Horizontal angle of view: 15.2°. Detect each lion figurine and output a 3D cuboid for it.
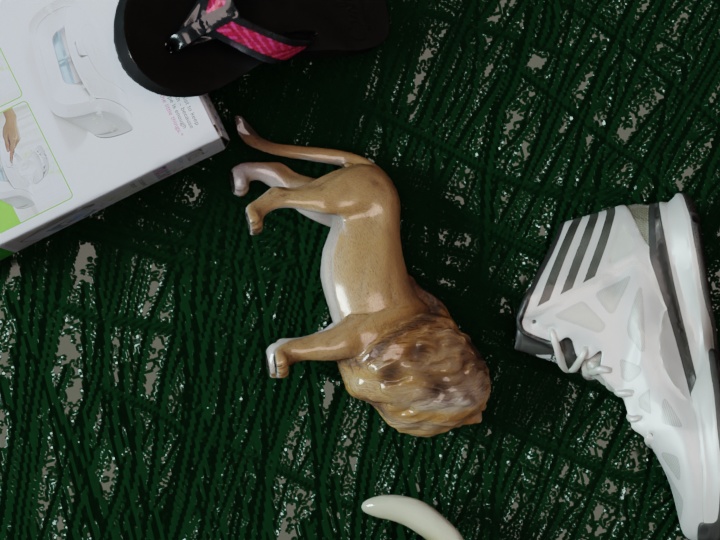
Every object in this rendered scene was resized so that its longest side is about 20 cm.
[{"bbox_3d":[0.000,0.000,1.535,0.122,0.072,0.200,-10,85,-9],"label":"lion figurine"}]

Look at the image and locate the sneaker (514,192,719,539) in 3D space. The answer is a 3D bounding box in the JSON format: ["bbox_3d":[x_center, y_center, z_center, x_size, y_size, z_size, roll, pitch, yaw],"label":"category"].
[{"bbox_3d":[0.150,0.062,1.543,0.115,0.076,0.201,-9,81,7],"label":"sneaker"}]

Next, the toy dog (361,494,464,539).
[{"bbox_3d":[-0.022,0.231,1.496,0.200,0.140,0.194,-11,87,0],"label":"toy dog"}]

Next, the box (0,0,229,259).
[{"bbox_3d":[-0.196,-0.123,1.520,0.176,0.097,0.200,-27,89,-2],"label":"box"}]

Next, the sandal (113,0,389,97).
[{"bbox_3d":[-0.054,-0.144,1.492,0.200,0.045,0.075,-15,85,-41],"label":"sandal"}]
